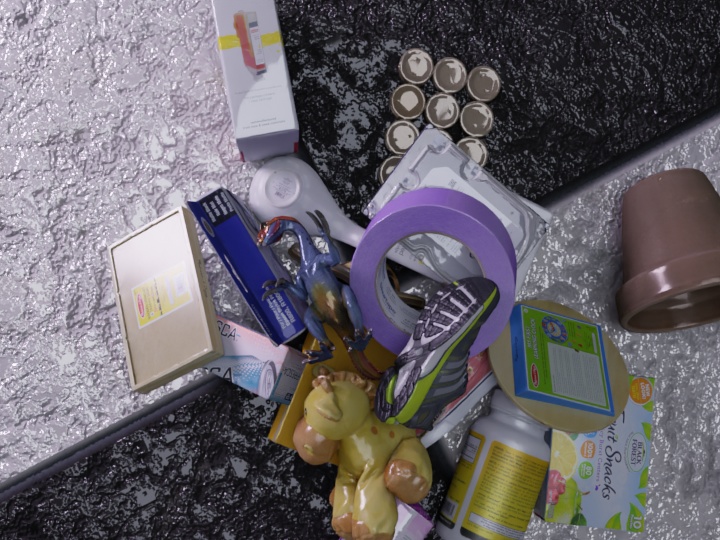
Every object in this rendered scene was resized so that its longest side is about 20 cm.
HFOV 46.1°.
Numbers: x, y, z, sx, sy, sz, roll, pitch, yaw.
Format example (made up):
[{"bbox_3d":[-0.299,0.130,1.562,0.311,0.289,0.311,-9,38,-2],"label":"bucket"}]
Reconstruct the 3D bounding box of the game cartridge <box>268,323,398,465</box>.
[{"bbox_3d":[-0.008,0.151,1.099,0.174,0.032,0.204,26,82,-27],"label":"game cartridge"}]

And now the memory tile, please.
[{"bbox_3d":[0.109,-0.195,1.168,0.149,0.017,0.205,11,86,-5],"label":"memory tile"}]

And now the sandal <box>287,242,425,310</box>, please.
[{"bbox_3d":[0.000,0.000,1.117,0.196,0.080,0.055,25,85,1],"label":"sandal"}]

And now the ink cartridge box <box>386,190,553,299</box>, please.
[{"bbox_3d":[0.134,-0.053,1.117,0.196,0.084,0.147,24,96,-4],"label":"ink cartridge box"}]

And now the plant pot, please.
[{"bbox_3d":[0.422,-0.031,1.119,0.195,0.201,0.179,-6,68,-6],"label":"plant pot"}]

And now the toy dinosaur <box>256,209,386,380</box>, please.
[{"bbox_3d":[-0.057,0.024,0.992,0.103,0.201,0.184,-24,50,1],"label":"toy dinosaur"}]

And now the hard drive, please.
[{"bbox_3d":[0.118,-0.065,1.053,0.199,0.038,0.140,39,96,-4],"label":"hard drive"}]

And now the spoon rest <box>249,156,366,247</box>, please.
[{"bbox_3d":[-0.060,-0.079,1.124,0.198,0.061,0.101,31,84,16],"label":"spoon rest"}]

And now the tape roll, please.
[{"bbox_3d":[0.088,0.008,1.013,0.195,0.066,0.205,5,113,12],"label":"tape roll"}]

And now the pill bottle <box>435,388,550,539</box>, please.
[{"bbox_3d":[0.181,0.265,1.098,0.110,0.112,0.204,22,85,-4],"label":"pill bottle"}]

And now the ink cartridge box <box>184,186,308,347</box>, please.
[{"bbox_3d":[-0.128,-0.007,1.041,0.040,0.200,0.202,-32,91,2],"label":"ink cartridge box"}]

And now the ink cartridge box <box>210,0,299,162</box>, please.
[{"bbox_3d":[-0.135,-0.257,1.085,0.081,0.145,0.205,-10,87,-4],"label":"ink cartridge box"}]

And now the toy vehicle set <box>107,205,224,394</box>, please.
[{"bbox_3d":[-0.247,0.035,1.058,0.122,0.026,0.204,-24,66,17],"label":"toy vehicle set"}]

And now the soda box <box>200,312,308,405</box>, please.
[{"bbox_3d":[-0.167,0.097,1.058,0.197,0.063,0.070,20,84,26],"label":"soda box"}]

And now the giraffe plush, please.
[{"bbox_3d":[-0.008,0.200,1.008,0.161,0.172,0.202,39,70,-17],"label":"giraffe plush"}]

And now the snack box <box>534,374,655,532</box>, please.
[{"bbox_3d":[0.316,0.238,1.142,0.139,0.053,0.205,7,84,-6],"label":"snack box"}]

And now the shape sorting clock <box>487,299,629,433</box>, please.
[{"bbox_3d":[0.257,0.122,1.101,0.195,0.040,0.203,12,48,-14],"label":"shape sorting clock"}]

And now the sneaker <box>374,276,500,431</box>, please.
[{"bbox_3d":[0.097,0.097,0.969,0.080,0.074,0.202,30,101,-36],"label":"sneaker"}]

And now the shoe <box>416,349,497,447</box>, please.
[{"bbox_3d":[0.114,0.146,1.124,0.199,0.071,0.091,-41,90,-12],"label":"shoe"}]

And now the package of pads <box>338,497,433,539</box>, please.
[{"bbox_3d":[0.004,0.369,1.071,0.075,0.120,0.201,38,84,-2],"label":"package of pads"}]
